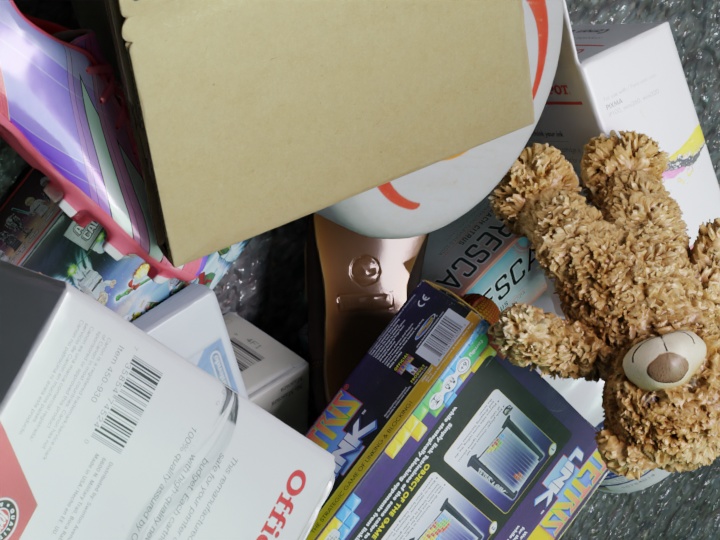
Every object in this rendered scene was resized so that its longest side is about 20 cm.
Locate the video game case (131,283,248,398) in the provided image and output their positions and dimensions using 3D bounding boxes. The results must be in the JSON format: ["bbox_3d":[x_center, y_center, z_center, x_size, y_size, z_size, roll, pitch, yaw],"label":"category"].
[{"bbox_3d":[-0.120,0.136,1.377,0.182,0.022,0.201,-33,121,-30],"label":"video game case"}]

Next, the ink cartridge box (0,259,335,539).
[{"bbox_3d":[-0.128,0.106,1.293,0.200,0.083,0.147,37,77,-39],"label":"ink cartridge box"}]

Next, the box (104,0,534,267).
[{"bbox_3d":[-0.015,-0.106,1.233,0.199,0.021,0.164,-23,126,-19],"label":"box"}]

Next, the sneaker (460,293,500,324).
[{"bbox_3d":[0.084,0.102,1.550,0.073,0.077,0.201,-40,132,-42],"label":"sneaker"}]

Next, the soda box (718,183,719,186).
[{"bbox_3d":[0.216,-0.009,1.664,0.064,0.200,0.068,-44,145,-21],"label":"soda box"}]

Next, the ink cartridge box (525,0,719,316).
[{"bbox_3d":[0.136,-0.074,1.511,0.067,0.116,0.201,-26,106,-25],"label":"ink cartridge box"}]

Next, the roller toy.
[{"bbox_3d":[0.010,-0.113,1.360,0.182,0.139,0.201,-42,140,-25],"label":"roller toy"}]

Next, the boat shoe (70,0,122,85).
[{"bbox_3d":[-0.102,-0.172,1.236,0.060,0.072,0.202,-30,135,-29],"label":"boat shoe"}]

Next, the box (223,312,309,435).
[{"bbox_3d":[-0.079,0.131,1.510,0.082,0.068,0.201,-31,137,-35],"label":"box"}]

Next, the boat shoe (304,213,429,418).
[{"bbox_3d":[0.000,0.000,1.485,0.070,0.070,0.201,155,-58,-79],"label":"boat shoe"}]

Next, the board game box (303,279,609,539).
[{"bbox_3d":[0.030,0.130,1.437,0.200,0.057,0.165,-52,137,-6],"label":"board game box"}]

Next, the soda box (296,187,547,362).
[{"bbox_3d":[0.057,0.004,1.586,0.200,0.068,0.064,-44,144,-21],"label":"soda box"}]

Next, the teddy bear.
[{"bbox_3d":[0.138,0.007,1.380,0.144,0.201,0.067,6,144,-8],"label":"teddy bear"}]

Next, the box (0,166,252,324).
[{"bbox_3d":[-0.145,0.012,1.357,0.200,0.040,0.137,-53,145,-8],"label":"box"}]

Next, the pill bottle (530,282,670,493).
[{"bbox_3d":[0.134,0.066,1.697,0.111,0.111,0.200,-58,147,-1],"label":"pill bottle"}]

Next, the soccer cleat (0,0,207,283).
[{"bbox_3d":[-0.129,-0.068,1.250,0.077,0.067,0.200,-49,123,-2],"label":"soccer cleat"}]
